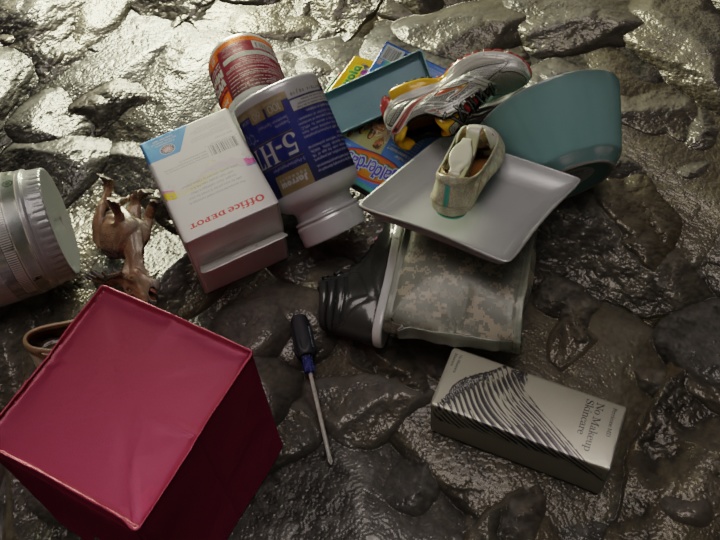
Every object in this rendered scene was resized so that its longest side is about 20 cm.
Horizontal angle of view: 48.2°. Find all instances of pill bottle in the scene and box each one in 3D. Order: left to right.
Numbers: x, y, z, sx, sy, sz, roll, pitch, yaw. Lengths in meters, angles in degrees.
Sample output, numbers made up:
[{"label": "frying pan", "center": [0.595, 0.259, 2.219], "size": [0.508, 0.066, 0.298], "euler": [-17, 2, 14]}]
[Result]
[{"label": "pill bottle", "center": [-0.154, -0.249, 1.188], "size": [0.108, 0.110, 0.202], "euler": [-17, 54, -7]}, {"label": "pill bottle", "center": [-0.072, -0.140, 1.046], "size": [0.118, 0.120, 0.203], "euler": [-26, 95, -14]}]

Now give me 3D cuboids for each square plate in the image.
[{"label": "square plate", "center": [0.131, -0.085, 0.953], "size": [0.198, 0.029, 0.198], "euler": [23, 44, 28]}]

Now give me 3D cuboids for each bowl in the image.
[{"label": "bowl", "center": [0.260, -0.161, 1.053], "size": [0.197, 0.201, 0.107], "euler": [-14, 72, -5]}]

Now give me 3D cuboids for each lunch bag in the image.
[{"label": "lunch bag", "center": [0.124, 0.013, 0.966], "size": [0.161, 0.119, 0.202], "euler": [9, 50, 14]}]

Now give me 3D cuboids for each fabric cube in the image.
[{"label": "fabric cube", "center": [-0.220, 0.177, 0.827], "size": [0.194, 0.201, 0.201], "euler": [22, 58, 18]}]

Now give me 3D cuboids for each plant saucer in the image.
[{"label": "plant saucer", "center": [0.005, -0.230, 1.102], "size": [0.197, 0.019, 0.071], "euler": [-21, 69, 11]}]

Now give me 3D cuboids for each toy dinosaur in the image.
[{"label": "toy dinosaur", "center": [-0.326, -0.043, 1.079], "size": [0.085, 0.137, 0.200], "euler": [10, 18, -33]}]

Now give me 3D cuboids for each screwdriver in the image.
[{"label": "screwdriver", "center": [-0.056, 0.133, 0.945], "size": [0.027, 0.029, 0.202], "euler": [-13, 49, -4]}]

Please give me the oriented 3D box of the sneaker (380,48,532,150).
[{"label": "sneaker", "center": [0.125, -0.210, 1.024], "size": [0.197, 0.078, 0.083], "euler": [-21, 58, 18]}]

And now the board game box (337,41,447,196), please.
[{"label": "board game box", "center": [0.048, -0.196, 1.112], "size": [0.151, 0.045, 0.202], "euler": [31, 86, 23]}]

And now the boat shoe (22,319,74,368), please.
[{"label": "boat shoe", "center": [-0.308, 0.087, 0.984], "size": [0.196, 0.065, 0.072], "euler": [-11, 53, -2]}]

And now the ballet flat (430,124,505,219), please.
[{"label": "ballet flat", "center": [0.131, -0.135, 0.943], "size": [0.066, 0.063, 0.201], "euler": [9, 39, 15]}]

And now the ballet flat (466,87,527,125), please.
[{"label": "ballet flat", "center": [0.162, -0.201, 1.150], "size": [0.197, 0.069, 0.069], "euler": [-24, 30, 4]}]

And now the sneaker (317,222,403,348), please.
[{"label": "sneaker", "center": [0.000, 0.000, 1.016], "size": [0.097, 0.071, 0.202], "euler": [7, 55, 11]}]

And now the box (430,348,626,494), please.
[{"label": "box", "center": [0.180, 0.162, 0.881], "size": [0.197, 0.069, 0.083], "euler": [16, 57, 17]}]

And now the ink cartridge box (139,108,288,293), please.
[{"label": "ink cartridge box", "center": [-0.184, -0.081, 1.051], "size": [0.127, 0.126, 0.202], "euler": [-24, 61, -11]}]

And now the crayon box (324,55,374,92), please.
[{"label": "crayon box", "center": [0.022, -0.250, 1.210], "size": [0.197, 0.051, 0.128], "euler": [20, 58, 19]}]

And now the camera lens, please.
[{"label": "camera lens", "center": [-0.479, -0.032, 1.027], "size": [0.197, 0.161, 0.161], "euler": [-19, 54, -8]}]
